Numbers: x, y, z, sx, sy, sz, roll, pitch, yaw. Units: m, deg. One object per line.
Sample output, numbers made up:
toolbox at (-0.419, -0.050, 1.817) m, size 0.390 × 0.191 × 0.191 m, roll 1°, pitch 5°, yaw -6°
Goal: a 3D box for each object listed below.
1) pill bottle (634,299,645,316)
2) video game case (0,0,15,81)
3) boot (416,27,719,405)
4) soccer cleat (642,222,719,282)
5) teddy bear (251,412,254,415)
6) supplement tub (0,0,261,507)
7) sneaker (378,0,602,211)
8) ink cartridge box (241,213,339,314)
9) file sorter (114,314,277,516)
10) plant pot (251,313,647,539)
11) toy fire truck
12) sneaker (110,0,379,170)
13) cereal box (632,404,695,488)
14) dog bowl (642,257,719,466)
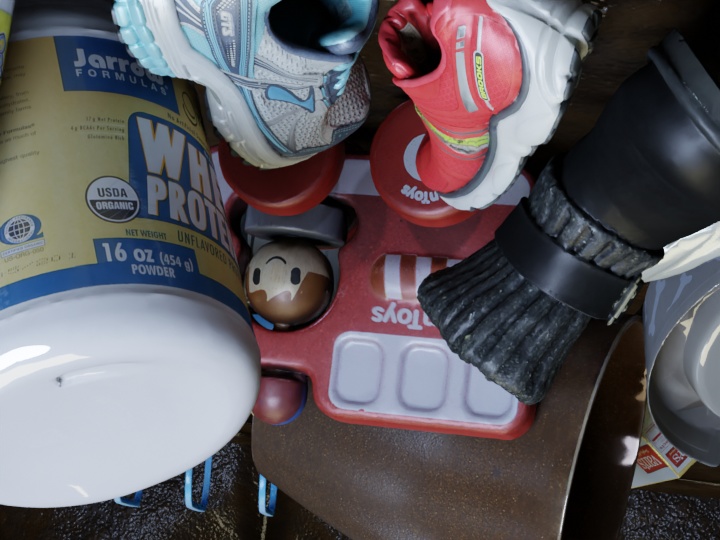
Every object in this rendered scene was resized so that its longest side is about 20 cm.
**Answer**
pill bottle at (0.241, 0.045, 1.263) m, size 0.113 × 0.116 × 0.200 m, roll 8°, pitch 170°, yaw -8°
video game case at (-0.221, -0.065, 0.797) m, size 0.199 × 0.183 × 0.025 m, roll -1°, pitch 166°, yaw 38°
boot at (0.100, -0.015, 0.843) m, size 0.080 × 0.158 × 0.211 m, roll 47°, pitch -179°, yaw 4°
soccer cleat at (0.182, -0.039, 0.950) m, size 0.198 × 0.070 × 0.078 m, roll -9°, pitch 172°, yaw 2°
teddy bear at (-0.143, 0.035, 1.128) m, size 0.145 × 0.067 × 0.199 m, roll 48°, pitch 151°, yaw -24°
supplement tub at (-0.129, -0.019, 0.825) m, size 0.143 × 0.201 × 0.145 m, roll -12°, pitch 150°, yaw -7°
sneaker at (0.047, -0.089, 0.861) m, size 0.084 × 0.078 × 0.200 m, roll 27°, pitch 163°, yaw -2°
ink cartridge box at (-0.118, -0.020, 1.238) m, size 0.199 × 0.084 × 0.146 m, roll 12°, pitch 168°, yaw -33°
file sorter at (-0.056, 0.096, 1.263) m, size 0.198 × 0.124 × 0.139 m, roll 4°, pitch 171°, yaw 1°
plant pot at (0.045, 0.097, 1.120) m, size 0.198 × 0.189 × 0.187 m, roll 12°, pitch 172°, yaw 19°
toy fire truck at (0.000, 0.000, 1.035) m, size 0.198 × 0.170 × 0.112 m, roll 4°, pitch 169°, yaw 14°
sneaker at (-0.027, -0.094, 0.819) m, size 0.085 × 0.078 × 0.200 m, roll -4°, pitch 168°, yaw 22°
cereal box at (0.136, 0.060, 1.307) m, size 0.200 × 0.039 × 0.144 m, roll 47°, pitch 167°, yaw 0°
dog bowl at (0.246, 0.026, 1.075) m, size 0.198 × 0.059 × 0.201 m, roll -8°, pitch 138°, yaw -7°
